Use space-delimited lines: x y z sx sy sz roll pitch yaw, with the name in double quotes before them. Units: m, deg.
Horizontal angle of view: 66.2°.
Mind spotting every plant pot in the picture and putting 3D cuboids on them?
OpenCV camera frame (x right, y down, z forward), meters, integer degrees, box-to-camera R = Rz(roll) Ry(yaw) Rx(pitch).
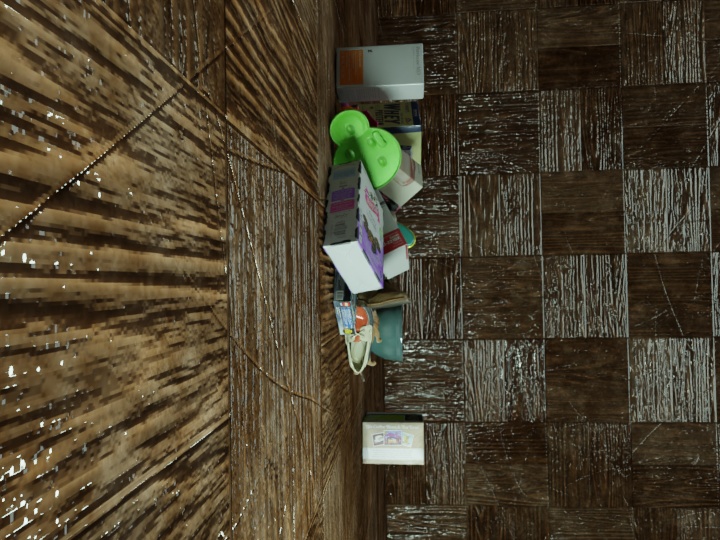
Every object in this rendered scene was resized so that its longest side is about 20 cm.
"plant pot" 0.082 0.220 1.949 0.200 0.132 0.204 -2 90 -86

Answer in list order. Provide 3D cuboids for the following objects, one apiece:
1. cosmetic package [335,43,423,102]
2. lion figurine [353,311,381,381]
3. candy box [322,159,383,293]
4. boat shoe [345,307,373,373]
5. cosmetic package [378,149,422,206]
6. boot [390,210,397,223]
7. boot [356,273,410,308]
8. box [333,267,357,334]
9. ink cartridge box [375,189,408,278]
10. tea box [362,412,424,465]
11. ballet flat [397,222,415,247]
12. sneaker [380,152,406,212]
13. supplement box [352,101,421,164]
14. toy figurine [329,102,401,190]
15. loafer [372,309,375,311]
"cosmetic package" 0.045 -0.449 1.262 0.071 0.197 0.103 64 24 -79
"lion figurine" 0.012 0.188 1.512 0.201 0.071 0.124 -80 161 -47
"candy box" -0.009 -0.086 1.102 0.168 0.071 0.202 59 27 -52
"boat shoe" -0.005 0.157 1.331 0.063 0.070 0.202 -80 172 -54
"cosmetic package" 0.060 -0.271 1.411 0.199 0.087 0.104 32 37 -28
"boot" 0.072 -0.061 1.452 0.146 0.069 0.203 -164 -92 -77
"boot" 0.041 0.041 1.153 0.200 0.073 0.077 179 -88 -67
"box" -0.029 0.020 1.218 0.138 0.039 0.202 84 7 -56
"ink cartridge box" 0.036 -0.095 1.321 0.145 0.083 0.202 76 -12 -66
"tea box" 0.110 0.549 1.820 0.197 0.197 0.136 46 44 -81
"ballet flat" 0.072 -0.110 1.580 0.067 0.198 0.067 -63 159 -10
"sneaker" 0.079 -0.241 1.573 0.079 0.095 0.202 41 -44 30
"supplement box" 0.077 -0.367 1.621 0.135 0.197 0.201 -91 177 -45
"toy figurine" -0.012 -0.305 1.223 0.201 0.149 0.185 53 14 -39
"loafer" 0.017 0.080 1.354 0.202 0.069 0.069 105 -5 -52
